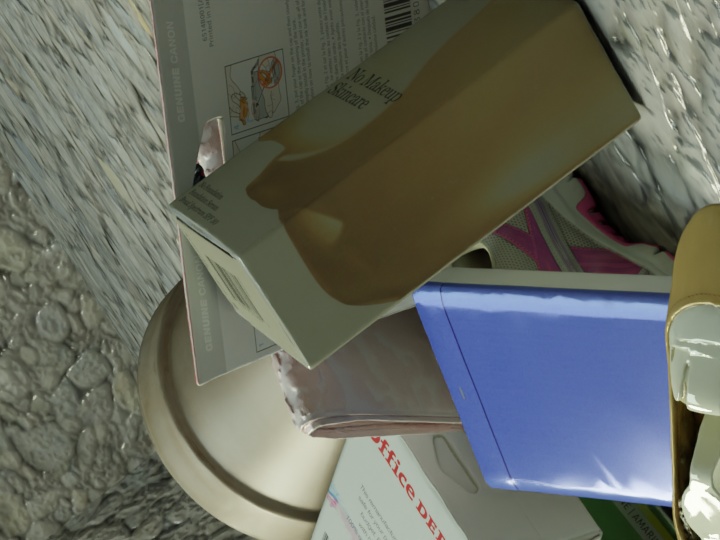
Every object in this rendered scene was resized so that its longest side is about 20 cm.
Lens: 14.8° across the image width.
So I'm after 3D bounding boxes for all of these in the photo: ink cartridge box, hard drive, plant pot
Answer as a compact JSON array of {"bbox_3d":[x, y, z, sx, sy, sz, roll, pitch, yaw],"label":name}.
[{"bbox_3d":[0.048,0.169,1.616,0.146,0.083,0.200,56,146,31],"label":"ink cartridge box"},{"bbox_3d":[0.130,0.060,1.381,0.199,0.025,0.132,3,127,39],"label":"hard drive"},{"bbox_3d":[-0.036,-0.064,1.385,0.045,0.176,0.201,15,117,48],"label":"ink cartridge box"},{"bbox_3d":[0.158,0.147,1.727,0.146,0.048,0.200,51,-177,11],"label":"ink cartridge box"},{"bbox_3d":[-0.016,0.046,1.682,0.200,0.200,0.174,51,146,6],"label":"plant pot"}]

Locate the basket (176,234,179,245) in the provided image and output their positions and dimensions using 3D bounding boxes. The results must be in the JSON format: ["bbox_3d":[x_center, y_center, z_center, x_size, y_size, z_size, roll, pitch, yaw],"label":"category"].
[{"bbox_3d":[-0.031,0.028,2.016,0.123,0.135,0.200,44,167,47],"label":"basket"}]

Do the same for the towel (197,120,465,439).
[{"bbox_3d":[0.000,0.000,1.524,0.191,0.032,0.201,5,-124,-49],"label":"towel"}]

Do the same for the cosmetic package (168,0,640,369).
[{"bbox_3d":[0.020,-0.051,1.302,0.071,0.200,0.105,58,168,-25],"label":"cosmetic package"}]

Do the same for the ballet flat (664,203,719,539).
[{"bbox_3d":[0.171,0.063,1.278,0.068,0.063,0.201,11,131,25],"label":"ballet flat"}]

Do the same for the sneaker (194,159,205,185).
[{"bbox_3d":[-0.046,-0.077,1.628,0.075,0.200,0.081,37,130,-12],"label":"sneaker"}]

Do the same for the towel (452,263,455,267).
[{"bbox_3d":[0.030,-0.058,1.540,0.200,0.023,0.144,55,-156,-10],"label":"towel"}]

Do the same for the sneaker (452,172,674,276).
[{"bbox_3d":[0.116,0.022,1.443,0.200,0.088,0.081,44,168,37],"label":"sneaker"}]
